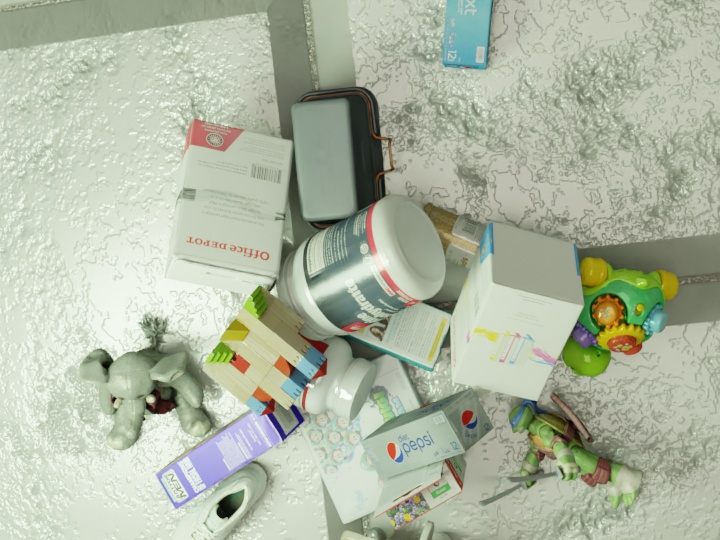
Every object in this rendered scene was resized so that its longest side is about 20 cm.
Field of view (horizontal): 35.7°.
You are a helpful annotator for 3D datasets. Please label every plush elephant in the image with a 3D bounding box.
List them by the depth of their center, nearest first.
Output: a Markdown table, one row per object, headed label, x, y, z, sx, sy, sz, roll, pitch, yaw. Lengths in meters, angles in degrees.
| label | x | y | z | sx | sy | sz | roll | pitch | yaw |
| --- | --- | --- | --- | --- | --- | --- | --- | --- | --- |
| plush elephant | -0.315 | 0.171 | 1.605 | 0.161 | 0.155 | 0.204 | -3 | 95 | 9 |

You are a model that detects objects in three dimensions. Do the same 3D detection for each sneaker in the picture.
| label | x | y | z | sx | sy | sz | roll | pitch | yaw |
| --- | --- | --- | --- | --- | --- | --- | --- | --- | --- |
| sneaker | -0.220 | 0.368 | 1.650 | 0.070 | 0.080 | 0.201 | 40 | 101 | 1 |

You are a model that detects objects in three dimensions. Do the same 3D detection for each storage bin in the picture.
| label | x | y | z | sx | sy | sz | roll | pitch | yaw |
| --- | --- | --- | --- | --- | --- | --- | --- | --- | --- |
| storage bin | -0.029 | -0.152 | 1.544 | 0.143 | 0.134 | 0.204 | -4 | 96 | 9 |

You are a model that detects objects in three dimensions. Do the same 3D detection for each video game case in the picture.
| label | x | y | z | sx | sy | sz | roll | pitch | yaw |
| --- | --- | --- | --- | --- | --- | --- | --- | --- | --- |
| video game case | 0.014 | 0.242 | 1.630 | 0.180 | 0.024 | 0.203 | -25 | 91 | 10 |

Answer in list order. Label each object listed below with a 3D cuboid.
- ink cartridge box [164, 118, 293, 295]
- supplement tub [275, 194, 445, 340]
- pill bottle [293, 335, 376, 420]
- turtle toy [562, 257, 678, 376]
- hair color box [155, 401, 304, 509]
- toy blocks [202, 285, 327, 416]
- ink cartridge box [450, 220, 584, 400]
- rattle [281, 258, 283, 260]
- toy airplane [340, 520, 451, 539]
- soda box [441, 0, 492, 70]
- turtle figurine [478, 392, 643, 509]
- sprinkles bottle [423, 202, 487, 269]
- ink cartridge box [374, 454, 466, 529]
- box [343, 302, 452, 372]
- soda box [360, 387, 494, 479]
| label | x | y | z | sx | sy | sz | roll | pitch | yaw |
| --- | --- | --- | --- | --- | --- | --- | --- | --- | --- |
| ink cartridge box | -0.174 | -0.080 | 1.487 | 0.143 | 0.085 | 0.204 | 11 | 66 | -14 |
| supplement tub | 0.000 | 0.000 | 1.469 | 0.198 | 0.140 | 0.142 | -26 | 91 | 32 |
| pill bottle | -0.083 | 0.131 | 1.576 | 0.197 | 0.112 | 0.114 | 23 | 98 | 14 |
| turtle toy | 0.335 | 0.069 | 1.505 | 0.143 | 0.201 | 0.103 | 9 | 57 | -15 |
| hair color box | -0.187 | 0.254 | 1.608 | 0.199 | 0.109 | 0.065 | -35 | 88 | 16 |
| toy blocks | -0.119 | 0.120 | 1.473 | 0.136 | 0.100 | 0.201 | 38 | 133 | 1 |
| ink cartridge box | 0.198 | 0.064 | 1.476 | 0.123 | 0.130 | 0.202 | 13 | 129 | -6 |
| rattle | -0.171 | -0.098 | 1.605 | 0.140 | 0.131 | 0.204 | -5 | 68 | -2 |
| toy airplane | 0.091 | 0.417 | 1.577 | 0.198 | 0.142 | 0.201 | -29 | 106 | 41 |
| soda box | 0.151 | -0.380 | 1.528 | 0.063 | 0.068 | 0.204 | 6 | 96 | 7 |
| turtle figurine | 0.274 | 0.286 | 1.538 | 0.191 | 0.201 | 0.145 | 24 | 133 | 1 |
| sprinkles bottle | 0.172 | -0.028 | 1.558 | 0.197 | 0.068 | 0.069 | 23 | 98 | 6 |
| ink cartridge box | 0.083 | 0.295 | 1.510 | 0.108 | 0.200 | 0.051 | -32 | 92 | 10 |
| box | 0.025 | 0.068 | 1.588 | 0.197 | 0.049 | 0.084 | 22 | 79 | 6 |
| soda box | 0.087 | 0.223 | 1.515 | 0.199 | 0.068 | 0.064 | -31 | 89 | 52 |
